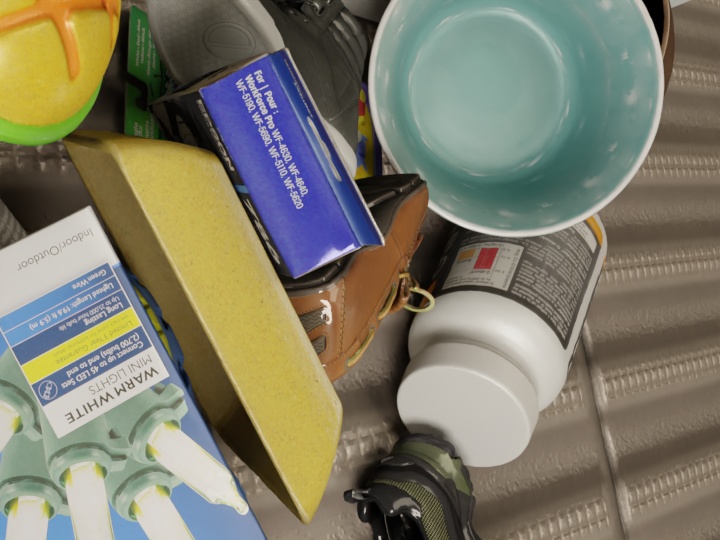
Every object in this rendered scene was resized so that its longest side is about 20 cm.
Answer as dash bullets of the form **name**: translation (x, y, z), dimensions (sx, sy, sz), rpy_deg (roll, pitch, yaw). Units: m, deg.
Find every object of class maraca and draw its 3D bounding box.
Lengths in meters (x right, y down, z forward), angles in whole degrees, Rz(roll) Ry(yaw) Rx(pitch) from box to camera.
- **maraca**: translation (-0.163, -0.147, 0.635), dimensions (0.137, 0.106, 0.202), rpy_deg (26, 49, -51)

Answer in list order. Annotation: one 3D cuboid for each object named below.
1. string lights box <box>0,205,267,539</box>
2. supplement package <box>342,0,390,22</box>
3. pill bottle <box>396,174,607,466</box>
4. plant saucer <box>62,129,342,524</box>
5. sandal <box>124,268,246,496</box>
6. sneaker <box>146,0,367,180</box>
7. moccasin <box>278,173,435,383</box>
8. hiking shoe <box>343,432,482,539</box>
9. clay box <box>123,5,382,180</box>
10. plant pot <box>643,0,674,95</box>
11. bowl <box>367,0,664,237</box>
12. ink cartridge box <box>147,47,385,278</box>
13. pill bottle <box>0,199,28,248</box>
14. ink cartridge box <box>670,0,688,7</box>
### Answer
- **string lights box**: translation (-0.108, 0.090, 0.580), dimensions (0.102, 0.059, 0.201), rpy_deg (-29, 91, -24)
- **supplement package**: translation (0.035, -0.294, 1.063), dimensions (0.121, 0.119, 0.203), rpy_deg (6, 73, -53)
- **pill bottle**: translation (0.100, 0.033, 1.033), dimensions (0.117, 0.115, 0.201), rpy_deg (55, 40, -25)
- **plant saucer**: translation (-0.077, 0.010, 0.748), dimensions (0.048, 0.200, 0.202), rpy_deg (-29, 105, -12)
- **sandal**: translation (-0.111, 0.092, 0.779), dimensions (0.087, 0.079, 0.202), rpy_deg (-22, 92, -82)
- **sneaker**: translation (-0.057, -0.139, 0.841), dimensions (0.200, 0.070, 0.100), rpy_deg (49, 40, -49)
- **moccasin**: translation (0.002, 0.000, 0.867), dimensions (0.202, 0.073, 0.079), rpy_deg (-68, 147, -62)
- **hiking shoe**: translation (0.051, 0.214, 0.953), dimensions (0.100, 0.075, 0.202), rpy_deg (-30, 93, -44)
- **clay box**: translation (-0.062, -0.088, 0.919), dimensions (0.199, 0.047, 0.116), rpy_deg (21, 61, -49)
- **plant pot**: translation (0.179, -0.172, 1.184), dimensions (0.200, 0.185, 0.189), rpy_deg (12, 67, -65)
- **bowl**: translation (0.096, -0.126, 1.004), dimensions (0.105, 0.199, 0.203), rpy_deg (-155, -135, -81)
- **ink cartridge box**: translation (-0.053, -0.051, 0.717), dimensions (0.039, 0.200, 0.100), rpy_deg (-29, 100, -14)
- **pill bottle**: translation (-0.181, 0.035, 0.662), dimensions (0.201, 0.110, 0.111), rpy_deg (56, 40, -24)
- **ink cartridge box**: translation (0.185, -0.258, 1.217), dimensions (0.199, 0.159, 0.048), rpy_deg (16, 63, -49)
